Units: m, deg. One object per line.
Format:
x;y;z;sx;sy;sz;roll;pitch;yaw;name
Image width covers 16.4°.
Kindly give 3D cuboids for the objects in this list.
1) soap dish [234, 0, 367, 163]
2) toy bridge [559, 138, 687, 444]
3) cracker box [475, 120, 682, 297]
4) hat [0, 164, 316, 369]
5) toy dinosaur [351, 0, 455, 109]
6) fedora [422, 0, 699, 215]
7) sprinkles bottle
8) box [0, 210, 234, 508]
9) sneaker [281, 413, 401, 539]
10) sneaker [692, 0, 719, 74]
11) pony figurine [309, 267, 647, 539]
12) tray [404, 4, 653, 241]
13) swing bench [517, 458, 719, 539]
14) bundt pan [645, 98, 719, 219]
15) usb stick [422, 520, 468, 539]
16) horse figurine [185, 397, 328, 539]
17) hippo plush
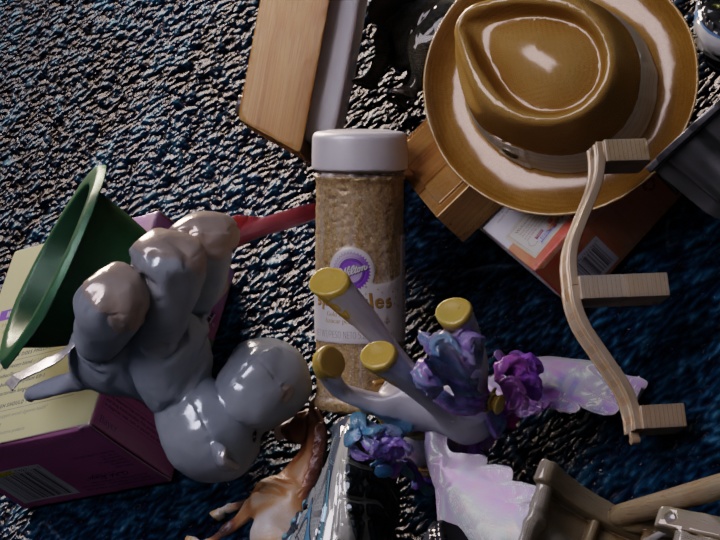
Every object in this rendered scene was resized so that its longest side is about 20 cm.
-0.041;-0.189;1.959;0.157;0.081;0.200;4;-83;-88;soap dish
0.164;0.014;1.602;0.027;0.067;0.200;133;133;-68;toy bridge
0.137;-0.073;1.782;0.134;0.058;0.200;-48;36;1;cracker box
-0.156;0.024;1.899;0.200;0.176;0.166;-51;18;42;hat
0.055;-0.179;1.952;0.200;0.077;0.102;11;80;56;toy dinosaur
0.125;-0.136;1.681;0.201;0.082;0.201;-6;73;21;fedora
0.000;0.000;1.773;0.068;0.068;0.200;6;98;50;sprinkles bottle
-0.217;0.074;2.004;0.176;0.097;0.200;-14;49;40;box
-0.029;0.188;1.690;0.086;0.078;0.200;-11;53;25;sneaker
0.255;-0.159;1.667;0.200;0.072;0.073;-48;-26;-72;sneaker
0.066;0.092;1.628;0.193;0.200;0.167;13;60;35;pony figurine
0.116;-0.121;1.768;0.200;0.037;0.099;-44;36;5;tray
0.173;0.221;1.421;0.200;0.130;0.199;-7;54;51;swing bench
0.279;-0.103;1.576;0.202;0.076;0.202;-40;-4;-4;bundt pan
0.019;0.246;1.583;0.200;0.033;0.055;-63;22;24;usb stick
-0.073;0.199;1.772;0.133;0.050;0.200;-30;34;30;horse figurine
-0.127;0.072;1.764;0.200;0.161;0.159;-41;-9;-4;hippo plush
